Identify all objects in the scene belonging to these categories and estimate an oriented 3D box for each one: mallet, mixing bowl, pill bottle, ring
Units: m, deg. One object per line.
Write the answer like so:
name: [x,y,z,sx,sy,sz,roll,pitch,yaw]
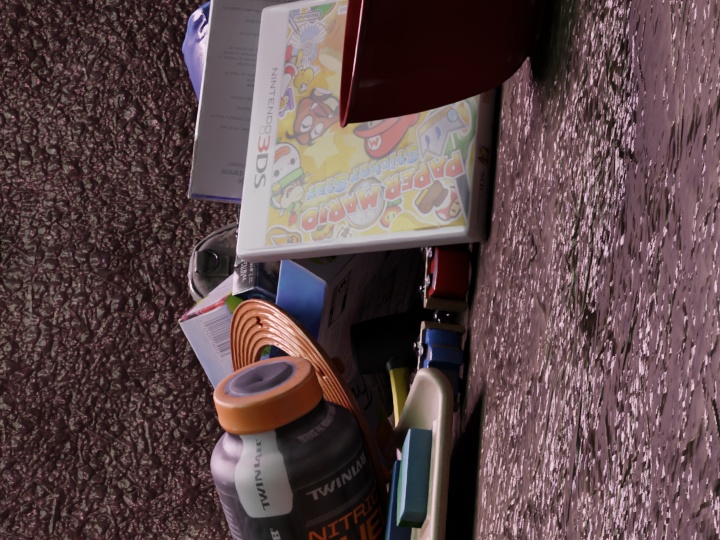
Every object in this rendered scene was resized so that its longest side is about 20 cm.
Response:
mallet: [0.023,0.116,1.654,0.041,0.065,0.201,73,-164,-53]
mixing bowl: [0.051,-0.177,1.337,0.200,0.107,0.202,-174,90,-87]
pill bottle: [-0.038,0.161,1.574,0.106,0.105,0.201,-92,-14,-69]
ring: [-0.034,0.110,1.667,0.200,0.019,0.201,46,150,37]

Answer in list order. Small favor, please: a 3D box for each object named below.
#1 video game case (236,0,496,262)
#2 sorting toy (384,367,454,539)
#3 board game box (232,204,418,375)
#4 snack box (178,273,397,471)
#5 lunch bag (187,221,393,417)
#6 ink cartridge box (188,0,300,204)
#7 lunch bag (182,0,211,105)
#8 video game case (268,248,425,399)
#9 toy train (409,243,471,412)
video game case: [0.005,-0.102,1.563,0.023,0.199,0.184,21,-111,-50]
sorting toy: [0.032,0.181,1.481,0.185,0.036,0.202,106,165,-70]
board game box: [-0.023,-0.010,1.863,0.028,0.199,0.136,-17,59,36]
snack box: [-0.051,0.094,1.852,0.201,0.053,0.142,63,-150,-8]
lunch bag: [-0.055,0.039,2.024,0.200,0.166,0.140,75,-160,-60]
ink cartridge box: [-0.017,-0.133,1.663,0.043,0.196,0.202,97,180,-77]
lunch bag: [-0.024,-0.146,1.761,0.136,0.199,0.133,117,135,-76]
video game case: [0.000,0.000,1.735,0.181,0.045,0.201,-48,-18,-33]
toy train: [0.059,0.002,1.553,0.046,0.034,0.202,141,135,-71]
